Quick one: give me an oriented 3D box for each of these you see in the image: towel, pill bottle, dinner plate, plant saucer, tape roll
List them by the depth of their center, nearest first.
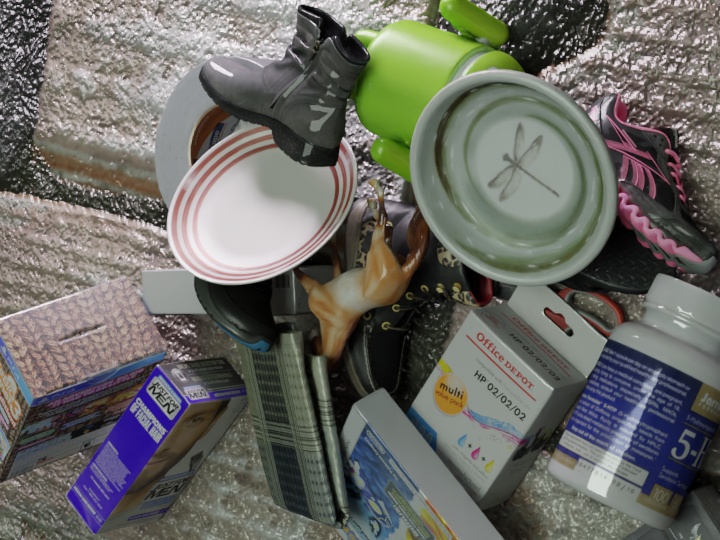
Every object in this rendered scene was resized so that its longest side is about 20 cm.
[{"bbox_3d":[0.256,0.111,1.560,0.119,0.120,0.201,25,90,31],"label":"pill bottle"},{"bbox_3d":[0.141,-0.086,1.585,0.199,0.050,0.201,14,120,26],"label":"plant saucer"},{"bbox_3d":[-0.093,-0.064,1.732,0.199,0.024,0.201,-14,49,16],"label":"dinner plate"},{"bbox_3d":[-0.066,0.148,1.786,0.192,0.034,0.201,179,77,-69],"label":"towel"},{"bbox_3d":[-0.117,-0.120,1.853,0.199,0.066,0.201,2,93,33],"label":"tape roll"}]

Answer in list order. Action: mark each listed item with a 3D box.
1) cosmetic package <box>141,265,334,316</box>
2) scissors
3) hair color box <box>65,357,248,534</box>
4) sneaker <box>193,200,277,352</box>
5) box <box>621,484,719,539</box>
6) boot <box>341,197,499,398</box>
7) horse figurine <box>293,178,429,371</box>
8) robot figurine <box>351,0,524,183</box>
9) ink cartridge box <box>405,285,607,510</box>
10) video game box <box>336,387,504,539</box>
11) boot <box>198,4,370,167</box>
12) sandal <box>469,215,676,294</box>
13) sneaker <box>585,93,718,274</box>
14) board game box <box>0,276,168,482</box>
[{"bbox_3d":[-0.124,0.021,1.854,0.199,0.082,0.051,-1,93,35],"label":"cosmetic package"},{"bbox_3d":[0.163,0.022,1.699,0.200,0.014,0.073,33,117,31],"label":"scissors"},{"bbox_3d":[-0.214,0.186,1.904,0.065,0.109,0.200,46,116,24],"label":"hair color box"},{"bbox_3d":[-0.119,-0.007,1.750,0.082,0.073,0.200,-40,49,17],"label":"sneaker"},{"bbox_3d":[0.299,0.316,1.595,0.158,0.048,0.200,-42,69,27],"label":"box"},{"bbox_3d":[0.057,0.026,1.733,0.150,0.073,0.201,-2,84,40],"label":"boot"},{"bbox_3d":[0.000,0.000,1.702,0.200,0.050,0.133,-33,63,34],"label":"horse figurine"},{"bbox_3d":[0.075,-0.165,1.689,0.199,0.116,0.176,24,84,31],"label":"robot figurine"},{"bbox_3d":[0.130,0.113,1.683,0.115,0.068,0.200,43,118,25],"label":"ink cartridge box"},{"bbox_3d":[0.043,0.240,1.722,0.200,0.047,0.183,51,148,22],"label":"video game box"},{"bbox_3d":[-0.068,-0.197,1.720,0.200,0.070,0.132,35,118,34],"label":"boot"},{"bbox_3d":[0.192,-0.015,1.646,0.199,0.048,0.076,10,62,16],"label":"sandal"},{"bbox_3d":[0.258,-0.083,1.595,0.095,0.079,0.200,-41,63,0],"label":"sneaker"},{"bbox_3d":[-0.317,0.117,1.901,0.097,0.159,0.200,58,145,18],"label":"board game box"}]
